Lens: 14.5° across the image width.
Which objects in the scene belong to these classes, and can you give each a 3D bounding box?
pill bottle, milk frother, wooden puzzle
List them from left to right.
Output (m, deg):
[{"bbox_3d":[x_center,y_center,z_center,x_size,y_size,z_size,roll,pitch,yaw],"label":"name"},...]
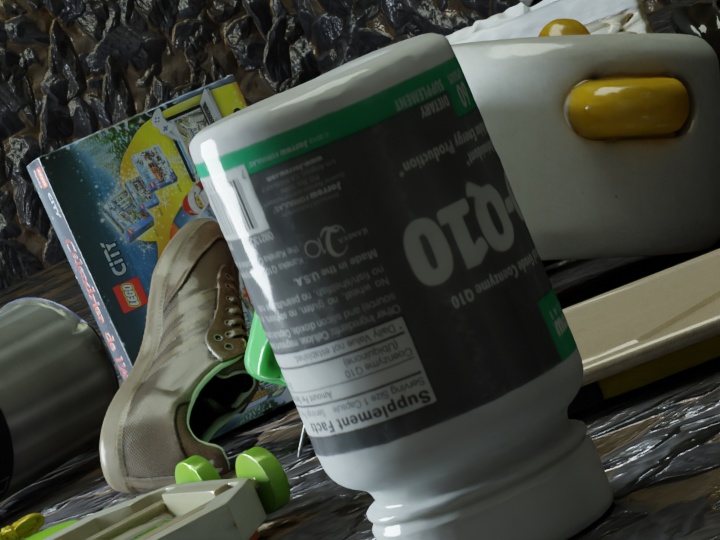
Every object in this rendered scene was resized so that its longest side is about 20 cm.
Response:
[{"bbox_3d":[-0.296,0.073,1.826,0.180,0.200,0.188,-23,4,37],"label":"milk frother"},{"bbox_3d":[0.020,0.017,1.119,0.113,0.200,0.113,-23,6,3],"label":"pill bottle"},{"bbox_3d":[0.138,0.031,1.387,0.200,0.037,0.185,-26,6,9],"label":"wooden puzzle"}]

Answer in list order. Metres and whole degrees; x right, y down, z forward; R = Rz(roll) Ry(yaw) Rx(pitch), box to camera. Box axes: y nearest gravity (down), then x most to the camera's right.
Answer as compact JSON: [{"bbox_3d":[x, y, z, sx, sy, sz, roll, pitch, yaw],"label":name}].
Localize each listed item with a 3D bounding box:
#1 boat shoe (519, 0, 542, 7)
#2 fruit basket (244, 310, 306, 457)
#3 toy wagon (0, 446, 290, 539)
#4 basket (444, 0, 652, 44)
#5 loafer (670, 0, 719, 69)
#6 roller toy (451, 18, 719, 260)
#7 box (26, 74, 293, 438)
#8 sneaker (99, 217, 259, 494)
[{"bbox_3d":[0.167,-0.232,2.031,0.200,0.057,0.067,-23,-30,-38],"label":"boat shoe"},{"bbox_3d":[0.000,0.000,1.610,0.094,0.186,0.200,14,9,10],"label":"fruit basket"},{"bbox_3d":[-0.129,0.138,1.383,0.155,0.040,0.200,-26,6,-29],"label":"toy wagon"},{"bbox_3d":[0.137,-0.119,2.081,0.200,0.161,0.198,-23,6,6],"label":"basket"},{"bbox_3d":[0.249,-0.149,1.777,0.071,0.073,0.200,-27,0,20],"label":"loafer"},{"bbox_3d":[0.121,-0.078,1.659,0.182,0.140,0.200,-2,2,22],"label":"roller toy"},{"bbox_3d":[-0.101,-0.002,1.735,0.136,0.200,0.038,-24,1,-18],"label":"box"},{"bbox_3d":[-0.087,0.052,1.638,0.075,0.070,0.200,1,48,18],"label":"sneaker"}]
